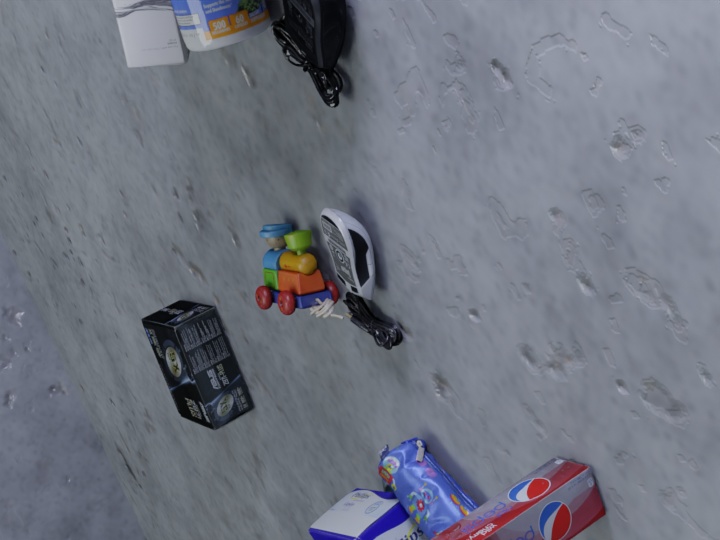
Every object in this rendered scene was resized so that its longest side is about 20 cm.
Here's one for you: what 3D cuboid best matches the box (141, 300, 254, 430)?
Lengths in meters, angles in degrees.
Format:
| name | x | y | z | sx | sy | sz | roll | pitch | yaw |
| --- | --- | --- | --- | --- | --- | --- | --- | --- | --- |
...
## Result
| name | x | y | z | sx | sy | sz | roll | pitch | yaw |
| --- | --- | --- | --- | --- | --- | --- | --- | --- | --- |
| box | -0.288 | 0.164 | 2.324 | 0.163 | 0.086 | 0.201 | 7 | 120 | 60 |

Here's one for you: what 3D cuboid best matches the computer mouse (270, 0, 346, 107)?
| name | x | y | z | sx | sy | sz | roll | pitch | yaw |
| --- | --- | --- | --- | --- | --- | --- | --- | --- | --- |
| computer mouse | -0.051 | -0.290 | 1.492 | 0.139 | 0.053 | 0.200 | 54 | 164 | 22 |

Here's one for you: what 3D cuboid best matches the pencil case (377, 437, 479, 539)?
| name | x | y | z | sx | sy | sz | roll | pitch | yaw |
| --- | --- | --- | --- | --- | --- | --- | --- | --- | --- |
| pencil case | 0.105 | 0.304 | 1.724 | 0.200 | 0.078 | 0.087 | 48 | 134 | 29 |

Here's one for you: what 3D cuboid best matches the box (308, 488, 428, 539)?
| name | x | y | z | sx | sy | sz | roll | pitch | yaw |
| --- | --- | --- | --- | --- | --- | --- | --- | --- | --- |
| box | 0.044 | 0.419 | 1.852 | 0.201 | 0.105 | 0.184 | 58 | 157 | -7 |

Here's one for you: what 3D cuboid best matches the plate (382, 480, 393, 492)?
| name | x | y | z | sx | sy | sz | roll | pitch | yaw |
| --- | --- | --- | --- | --- | --- | --- | --- | --- | --- |
| plate | 0.083 | 0.353 | 1.875 | 0.200 | 0.025 | 0.201 | 45 | 150 | 35 |

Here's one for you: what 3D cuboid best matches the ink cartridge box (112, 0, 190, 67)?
| name | x | y | z | sx | sy | sz | roll | pitch | yaw |
| --- | --- | --- | --- | --- | --- | --- | --- | --- | --- |
| ink cartridge box | -0.275 | -0.383 | 1.708 | 0.147 | 0.082 | 0.201 | -91 | -5 | -54 |

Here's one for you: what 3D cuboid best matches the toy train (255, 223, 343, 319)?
| name | x | y | z | sx | sy | sz | roll | pitch | yaw |
| --- | --- | --- | --- | --- | --- | --- | --- | --- | --- |
| toy train | -0.074 | -0.003 | 1.781 | 0.200 | 0.084 | 0.117 | 9 | 109 | 60 |

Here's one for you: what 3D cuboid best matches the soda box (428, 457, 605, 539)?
| name | x | y | z | sx | sy | sz | roll | pitch | yaw |
| --- | --- | --- | --- | --- | --- | --- | --- | --- | --- |
| soda box | 0.169 | 0.283 | 1.438 | 0.070 | 0.199 | 0.064 | 6 | 121 | 61 |

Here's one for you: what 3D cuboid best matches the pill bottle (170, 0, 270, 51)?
| name | x | y | z | sx | sy | sz | roll | pitch | yaw |
| --- | --- | --- | --- | --- | --- | --- | --- | --- | --- |
| pill bottle | -0.187 | -0.375 | 1.587 | 0.112 | 0.112 | 0.201 | 18 | 130 | 56 |

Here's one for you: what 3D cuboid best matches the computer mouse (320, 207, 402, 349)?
| name | x | y | z | sx | sy | sz | roll | pitch | yaw |
| --- | --- | --- | --- | --- | --- | --- | --- | --- | --- |
| computer mouse | 0.000 | 0.000 | 1.677 | 0.110 | 0.044 | 0.201 | 40 | 152 | 48 |
